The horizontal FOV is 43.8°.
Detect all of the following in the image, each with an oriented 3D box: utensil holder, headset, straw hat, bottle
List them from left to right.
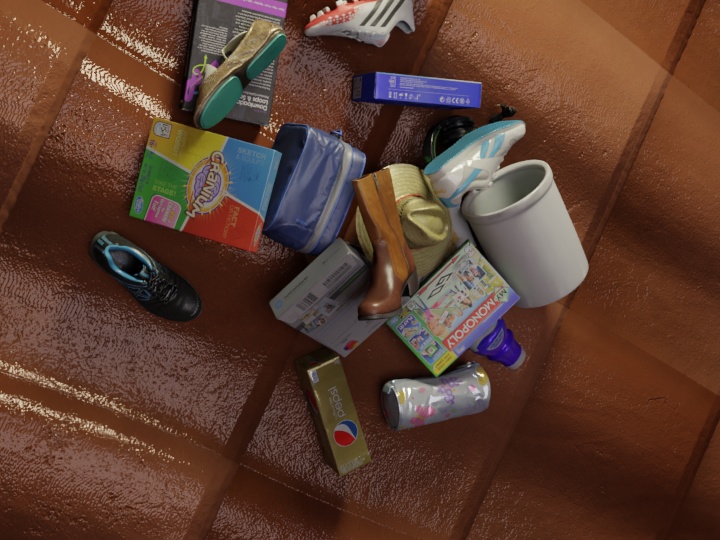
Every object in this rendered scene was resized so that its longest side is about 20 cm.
[{"bbox_3d":[0.097,-0.079,1.466,0.198,0.085,0.206,-2,94,-31],"label":"straw hat"},{"bbox_3d":[0.190,-0.217,1.532,0.200,0.093,0.125,-43,104,-36],"label":"headset"},{"bbox_3d":[0.219,0.107,1.618,0.199,0.065,0.084,40,88,-24],"label":"bottle"},{"bbox_3d":[0.291,-0.061,1.572,0.169,0.169,0.202,-36,114,-15],"label":"utensil holder"}]

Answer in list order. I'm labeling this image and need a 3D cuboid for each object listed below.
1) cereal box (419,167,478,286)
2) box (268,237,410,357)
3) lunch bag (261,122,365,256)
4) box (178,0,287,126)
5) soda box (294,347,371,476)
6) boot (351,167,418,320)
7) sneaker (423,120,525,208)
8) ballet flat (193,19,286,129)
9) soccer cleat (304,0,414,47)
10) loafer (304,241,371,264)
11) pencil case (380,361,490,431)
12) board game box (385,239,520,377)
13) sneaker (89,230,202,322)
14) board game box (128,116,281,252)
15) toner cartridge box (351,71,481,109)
[{"bbox_3d":[0.119,-0.064,1.560,0.143,0.039,0.203,-33,109,-19],"label":"cereal box"},{"bbox_3d":[-0.029,0.049,1.437,0.156,0.041,0.199,-42,140,11],"label":"box"},{"bbox_3d":[-0.077,-0.131,1.407,0.131,0.135,0.203,23,91,-29],"label":"lunch bag"},{"bbox_3d":[-0.196,-0.334,1.378,0.140,0.036,0.205,8,94,-25],"label":"box"},{"bbox_3d":[-0.047,0.239,1.518,0.063,0.068,0.204,-21,106,-20],"label":"soda box"},{"bbox_3d":[0.027,-0.040,1.344,0.188,0.067,0.204,-35,116,-53],"label":"boot"},{"bbox_3d":[0.195,-0.180,1.472,0.198,0.076,0.082,-35,109,-16],"label":"sneaker"},{"bbox_3d":[-0.193,-0.296,1.336,0.065,0.071,0.201,36,73,17],"label":"ballet flat"},{"bbox_3d":[0.003,-0.396,1.442,0.197,0.068,0.087,-24,103,-24],"label":"soccer cleat"},{"bbox_3d":[0.000,0.000,1.498,0.197,0.068,0.077,22,84,-25],"label":"loafer"},{"bbox_3d":[0.134,0.223,1.588,0.196,0.083,0.093,-10,117,-22],"label":"pencil case"},{"bbox_3d":[0.157,0.065,1.537,0.200,0.029,0.135,-44,98,6],"label":"board game box"},{"bbox_3d":[-0.320,0.019,1.351,0.199,0.082,0.074,36,81,-26],"label":"sneaker"},{"bbox_3d":[-0.231,-0.128,1.335,0.196,0.040,0.156,15,92,9],"label":"board game box"},{"bbox_3d":[0.093,-0.296,1.482,0.196,0.095,0.044,0,98,-25],"label":"toner cartridge box"}]
